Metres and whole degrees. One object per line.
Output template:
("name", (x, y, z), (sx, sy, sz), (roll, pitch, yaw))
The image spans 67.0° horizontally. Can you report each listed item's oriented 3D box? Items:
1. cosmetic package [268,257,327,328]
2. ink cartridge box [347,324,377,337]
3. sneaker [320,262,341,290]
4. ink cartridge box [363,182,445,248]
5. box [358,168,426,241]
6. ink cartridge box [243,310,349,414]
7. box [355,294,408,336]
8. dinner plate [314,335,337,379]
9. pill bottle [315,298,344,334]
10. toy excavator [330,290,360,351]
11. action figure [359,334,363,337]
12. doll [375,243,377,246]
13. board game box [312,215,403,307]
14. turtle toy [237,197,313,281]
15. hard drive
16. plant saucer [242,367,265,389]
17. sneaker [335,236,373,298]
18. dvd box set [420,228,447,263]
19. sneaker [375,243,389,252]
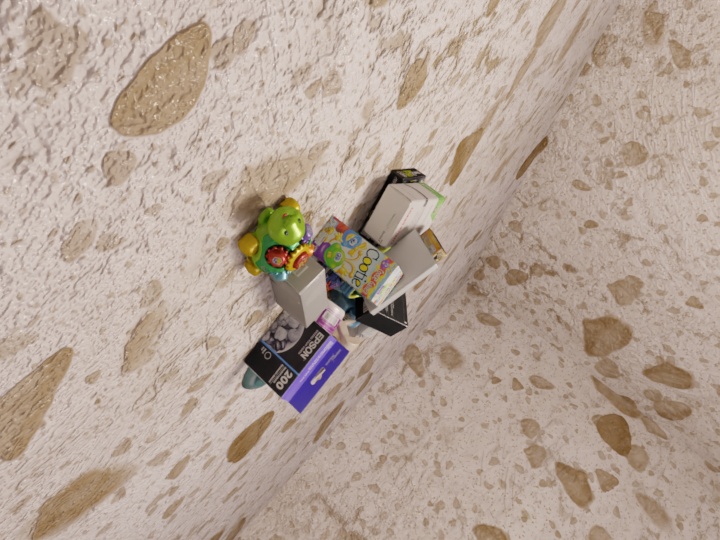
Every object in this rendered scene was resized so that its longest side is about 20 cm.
("cosmetic package", (-0.138, 0.037, 1.225), (0.090, 0.106, 0.201), (-45, 161, -24))
("ink cartridge box", (0.022, 0.116, 1.677), (0.174, 0.043, 0.202), (-45, -150, 43))
("sneaker", (-0.088, 0.021, 1.376), (0.200, 0.078, 0.075), (-49, 163, -15))
("ink cartridge box", (0.117, -0.147, 1.423), (0.199, 0.084, 0.146), (-14, 139, -56))
("box", (0.089, -0.183, 1.504), (0.160, 0.044, 0.201), (-21, 144, -60))
("ink cartridge box", (-0.161, 0.215, 1.358), (0.199, 0.199, 0.043), (-51, 160, -6))
("box", (0.057, 0.065, 1.545), (0.079, 0.140, 0.202), (-36, -139, 38))
("dinner plate", (-0.140, 0.253, 1.485), (0.199, 0.024, 0.201), (-27, -154, 14))
("pill bottle", (-0.138, 0.164, 1.450), (0.201, 0.112, 0.112), (-56, 164, -7))
("toy excavator", (-0.038, 0.127, 1.545), (0.199, 0.195, 0.100), (-17, 153, -54))
("action figure", (0.015, 0.125, 1.816), (0.201, 0.132, 0.150), (-94, -175, -54))
("doll", (0.028, -0.023, 1.660), (0.201, 0.048, 0.136), (-55, 163, 6))
("board game box", (-0.010, -0.020, 1.287), (0.105, 0.199, 0.103), (-52, 164, -3))
("turtle toy", (-0.145, -0.056, 1.014), (0.146, 0.101, 0.201), (-46, 163, -22))
("hard drive", (0.084, 0.003, 1.348), (0.199, 0.133, 0.026), (-37, 136, 13))
("plant saucer", (-0.248, 0.257, 1.518), (0.200, 0.027, 0.201), (-47, 162, -20))
("sneaker", (0.000, 0.000, 1.482), (0.200, 0.130, 0.080), (-45, 163, -28))
("dvd box set", (0.122, -0.016, 1.407), (0.199, 0.029, 0.147), (-39, -157, 11))
("sneaker", (0.107, -0.059, 1.566), (0.078, 0.090, 0.200), (-52, 161, 6))
